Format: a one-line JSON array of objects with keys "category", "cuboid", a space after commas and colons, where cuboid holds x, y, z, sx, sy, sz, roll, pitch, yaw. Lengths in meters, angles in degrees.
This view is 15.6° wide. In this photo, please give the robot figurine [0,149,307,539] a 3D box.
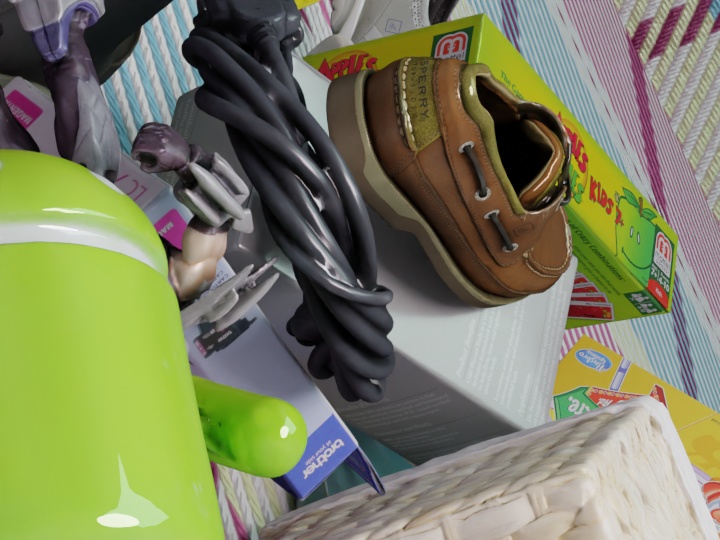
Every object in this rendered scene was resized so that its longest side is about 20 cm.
[{"category": "robot figurine", "cuboid": [-0.108, 0.051, 0.819, 0.175, 0.116, 0.201, 10, 55, -37]}]

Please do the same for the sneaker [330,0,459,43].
[{"category": "sneaker", "cuboid": [0.017, -0.100, 1.500, 0.075, 0.082, 0.201, 47, 51, -69]}]

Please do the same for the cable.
[{"category": "cable", "cuboid": [-0.028, -0.025, 1.001, 0.200, 0.051, 0.164, -114, -171, -62]}]

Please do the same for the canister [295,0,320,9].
[{"category": "canister", "cuboid": [-0.060, -0.250, 1.529, 0.200, 0.086, 0.149, -86, 151, -63]}]

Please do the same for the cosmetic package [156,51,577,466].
[{"category": "cosmetic package", "cuboid": [0.000, 0.000, 1.194, 0.200, 0.090, 0.107, 34, 56, -29]}]

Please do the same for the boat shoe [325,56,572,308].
[{"category": "boat shoe", "cuboid": [0.059, -0.035, 1.117, 0.200, 0.068, 0.072, 29, 50, -61]}]

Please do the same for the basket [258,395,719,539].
[{"category": "basket", "cuboid": [0.058, 0.180, 1.083, 0.161, 0.199, 0.199, -23, 93, -75]}]

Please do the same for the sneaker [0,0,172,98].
[{"category": "sneaker", "cuboid": [-0.104, -0.120, 1.114, 0.075, 0.106, 0.200, 67, 14, -3]}]

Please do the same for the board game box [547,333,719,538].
[{"category": "board game box", "cuboid": [0.146, 0.130, 1.217, 0.200, 0.135, 0.034, 30, -28, 24]}]

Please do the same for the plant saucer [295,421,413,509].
[{"category": "plant saucer", "cuboid": [0.013, 0.156, 1.309, 0.200, 0.027, 0.201, -21, 90, -76]}]

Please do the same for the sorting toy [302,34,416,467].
[{"category": "sorting toy", "cuboid": [0.014, 0.016, 1.334, 0.200, 0.107, 0.181, 41, 29, -45]}]

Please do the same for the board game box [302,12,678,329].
[{"category": "board game box", "cuboid": [0.063, -0.040, 1.264, 0.200, 0.101, 0.048, 43, 46, -44]}]

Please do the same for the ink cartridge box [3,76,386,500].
[{"category": "ink cartridge box", "cuboid": [-0.072, 0.018, 1.061, 0.119, 0.042, 0.200, 36, -13, 47]}]

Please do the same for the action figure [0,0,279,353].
[{"category": "action figure", "cuboid": [-0.107, -0.031, 0.923, 0.201, 0.130, 0.069, 66, 10, 9]}]
